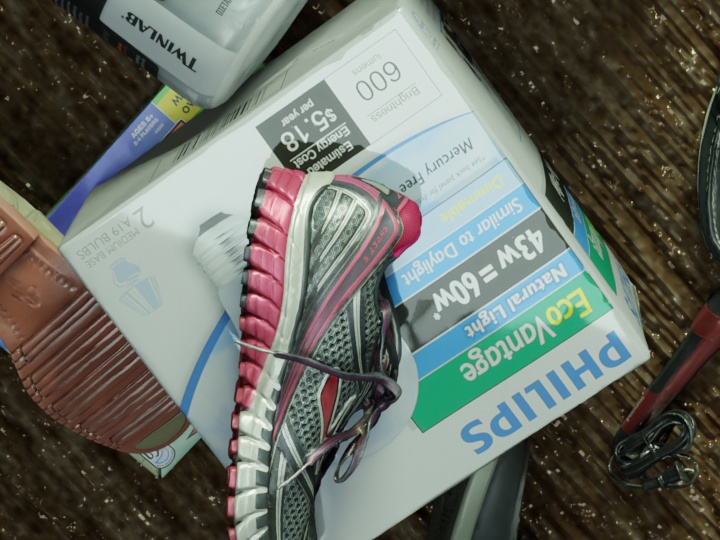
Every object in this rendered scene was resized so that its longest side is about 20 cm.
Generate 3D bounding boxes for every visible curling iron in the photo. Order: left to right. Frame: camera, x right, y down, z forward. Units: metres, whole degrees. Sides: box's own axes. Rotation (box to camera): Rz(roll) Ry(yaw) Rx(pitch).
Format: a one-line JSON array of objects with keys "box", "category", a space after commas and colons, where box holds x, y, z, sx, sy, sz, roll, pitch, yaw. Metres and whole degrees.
[{"box": [0.190, 0.029, 1.242, 0.050, 0.026, 0.200, 39, 103, 29], "category": "curling iron"}]

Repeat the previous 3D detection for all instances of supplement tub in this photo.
[{"box": [-0.113, -0.177, 1.138, 0.200, 0.123, 0.123, 36, 105, 0], "category": "supplement tub"}]

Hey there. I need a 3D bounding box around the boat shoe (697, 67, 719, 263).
[{"box": [0.205, -0.089, 1.180, 0.074, 0.066, 0.200, 27, 106, 15], "category": "boat shoe"}]

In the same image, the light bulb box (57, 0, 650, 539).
[{"box": [0.000, 0.000, 1.162, 0.198, 0.125, 0.200, -35, 102, 11], "category": "light bulb box"}]

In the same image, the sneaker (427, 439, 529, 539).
[{"box": [0.088, 0.163, 1.270, 0.106, 0.075, 0.200, 6, 116, -5], "category": "sneaker"}]

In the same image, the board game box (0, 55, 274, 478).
[{"box": [-0.085, -0.009, 1.242, 0.135, 0.029, 0.200, 40, 104, -10], "category": "board game box"}]

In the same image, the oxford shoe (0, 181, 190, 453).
[{"box": [-0.151, 0.010, 1.204, 0.071, 0.074, 0.200, -35, 121, 7], "category": "oxford shoe"}]

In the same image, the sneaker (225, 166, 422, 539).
[{"box": [-0.019, 0.057, 1.074, 0.075, 0.081, 0.200, 6, 107, -1], "category": "sneaker"}]
